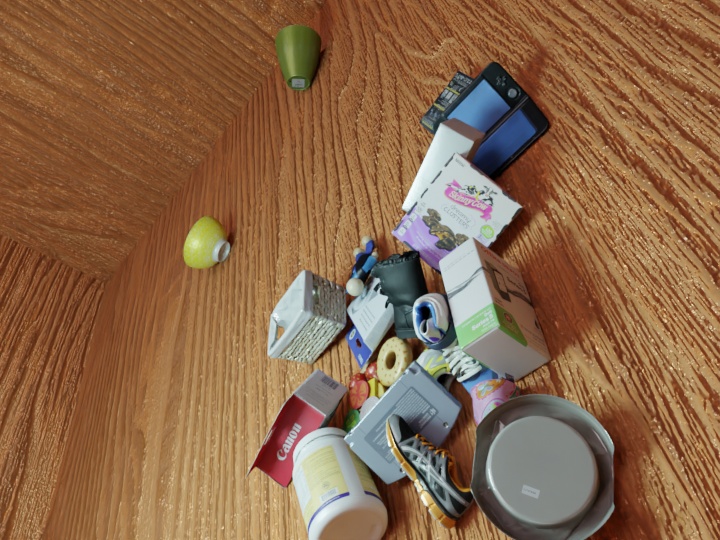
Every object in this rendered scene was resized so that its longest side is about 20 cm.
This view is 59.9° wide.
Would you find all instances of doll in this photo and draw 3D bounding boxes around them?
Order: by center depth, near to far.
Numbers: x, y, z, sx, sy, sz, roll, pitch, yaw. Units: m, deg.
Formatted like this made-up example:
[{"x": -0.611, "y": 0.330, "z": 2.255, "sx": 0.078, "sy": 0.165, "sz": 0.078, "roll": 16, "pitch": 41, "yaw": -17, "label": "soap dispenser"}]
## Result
[{"x": 0.000, "y": 0.000, "z": 1.464, "sx": 0.137, "sy": 0.048, "sz": 0.201, "roll": -54, "pitch": 11, "yaw": 28, "label": "doll"}]

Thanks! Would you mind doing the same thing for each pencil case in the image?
[{"x": 0.217, "y": 0.265, "z": 0.955, "sx": 0.087, "sy": 0.087, "sz": 0.202, "roll": -32, "pitch": 40, "yaw": 37, "label": "pencil case"}]

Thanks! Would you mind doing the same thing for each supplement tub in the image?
[{"x": -0.045, "y": 0.405, "z": 1.150, "sx": 0.146, "sy": 0.145, "sz": 0.200, "roll": -51, "pitch": 32, "yaw": 12, "label": "supplement tub"}]

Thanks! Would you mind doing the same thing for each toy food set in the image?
[{"x": 0.039, "y": 0.245, "z": 1.257, "sx": 0.199, "sy": 0.048, "sz": 0.200, "roll": -34, "pitch": 39, "yaw": 35, "label": "toy food set"}]

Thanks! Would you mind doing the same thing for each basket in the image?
[{"x": -0.127, "y": 0.118, "z": 1.495, "sx": 0.200, "sy": 0.122, "sz": 0.137, "roll": -51, "pitch": 29, "yaw": 39, "label": "basket"}]

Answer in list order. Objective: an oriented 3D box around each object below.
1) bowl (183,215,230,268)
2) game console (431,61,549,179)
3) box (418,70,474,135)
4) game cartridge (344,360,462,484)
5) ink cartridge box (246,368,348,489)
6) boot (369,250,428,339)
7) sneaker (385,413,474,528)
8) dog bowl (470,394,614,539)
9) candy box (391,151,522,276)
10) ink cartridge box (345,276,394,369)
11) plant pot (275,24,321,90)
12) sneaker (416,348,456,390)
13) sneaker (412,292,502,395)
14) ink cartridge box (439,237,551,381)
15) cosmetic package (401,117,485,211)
[{"x": -0.545, "y": -0.088, "z": 2.293, "sx": 0.107, "sy": 0.200, "sz": 0.202, "roll": 22, "pitch": 81, "yaw": 16, "label": "bowl"}, {"x": 0.270, "y": -0.309, "z": 1.332, "sx": 0.200, "sy": 0.176, "sz": 0.117, "roll": -43, "pitch": 6, "yaw": 24, "label": "game console"}, {"x": 0.238, "y": -0.380, "z": 1.494, "sx": 0.162, "sy": 0.049, "sz": 0.200, "roll": -51, "pitch": 32, "yaw": 11, "label": "box"}, {"x": 0.080, "y": 0.275, "z": 1.104, "sx": 0.200, "sy": 0.133, "sz": 0.040, "roll": -49, "pitch": -10, "yaw": 14, "label": "game cartridge"}, {"x": -0.127, "y": 0.329, "z": 1.270, "sx": 0.201, "sy": 0.083, "sz": 0.175, "roll": -63, "pitch": -11, "yaw": 21, "label": "ink cartridge box"}, {"x": 0.118, "y": 0.042, "z": 1.190, "sx": 0.197, "sy": 0.164, "sz": 0.073, "roll": -10, "pitch": 11, "yaw": 41, "label": "boot"}, {"x": 0.113, "y": 0.317, "z": 1.032, "sx": 0.077, "sy": 0.078, "sz": 0.201, "roll": -40, "pitch": 67, "yaw": 8, "label": "sneaker"}, {"x": 0.245, "y": 0.274, "z": 0.847, "sx": 0.197, "sy": 0.059, "sz": 0.202, "roll": -8, "pitch": 55, "yaw": 12, "label": "dog bowl"}, {"x": 0.188, "y": -0.099, "z": 1.215, "sx": 0.201, "sy": 0.167, "sz": 0.071, "roll": -52, "pitch": -9, "yaw": 13, "label": "candy box"}, {"x": 0.024, "y": 0.092, "z": 1.373, "sx": 0.201, "sy": 0.040, "sz": 0.200, "roll": -57, "pitch": 18, "yaw": 5, "label": "ink cartridge box"}, {"x": -0.242, "y": -0.817, "z": 2.451, "sx": 0.186, "sy": 0.186, "sz": 0.202, "roll": -25, "pitch": 60, "yaw": 43, "label": "plant pot"}, {"x": 0.110, "y": 0.239, "z": 1.137, "sx": 0.076, "sy": 0.075, "sz": 0.202, "roll": 27, "pitch": 91, "yaw": 53, "label": "sneaker"}, {"x": 0.150, "y": 0.132, "z": 1.043, "sx": 0.080, "sy": 0.146, "sz": 0.202, "roll": -34, "pitch": 65, "yaw": 34, "label": "sneaker"}, {"x": 0.222, "y": 0.063, "z": 1.052, "sx": 0.084, "sy": 0.145, "sz": 0.201, "roll": -38, "pitch": 37, "yaw": 28, "label": "ink cartridge box"}, {"x": 0.175, "y": -0.208, "z": 1.314, "sx": 0.108, "sy": 0.084, "sz": 0.202, "roll": -37, "pitch": -26, "yaw": -60, "label": "cosmetic package"}]
